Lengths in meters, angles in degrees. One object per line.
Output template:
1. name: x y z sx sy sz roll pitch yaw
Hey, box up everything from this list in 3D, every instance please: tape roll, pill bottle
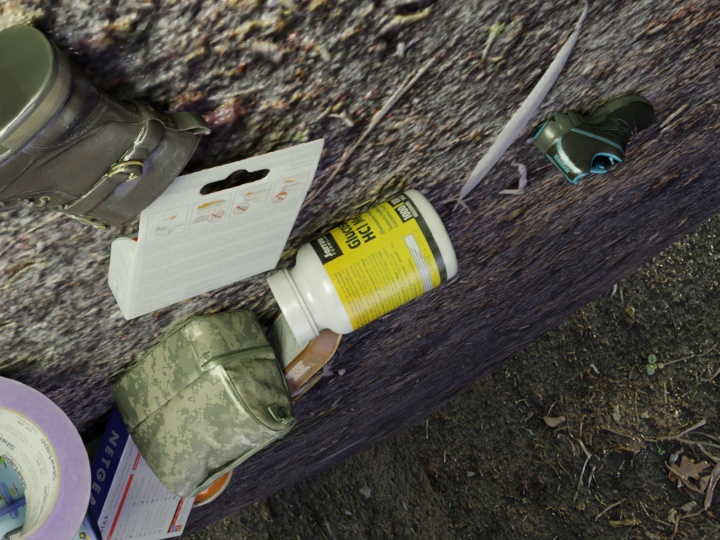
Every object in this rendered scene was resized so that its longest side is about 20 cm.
1. tape roll: -0.362 0.205 0.778 0.199 0.201 0.085 -11 157 -49
2. pill bottle: 0.000 0.000 0.942 0.199 0.113 0.113 -28 164 -6

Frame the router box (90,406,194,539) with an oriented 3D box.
1. router box: -0.304 0.294 1.203 0.179 0.049 0.202 12 101 -55

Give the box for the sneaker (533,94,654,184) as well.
1. sneaker: 0.302 -0.159 1.038 0.199 0.082 0.073 -21 161 -30

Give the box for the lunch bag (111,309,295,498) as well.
1. lunch bag: -0.187 0.167 1.026 0.199 0.169 0.139 -36 163 25

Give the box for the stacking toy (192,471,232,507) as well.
1. stacking toy: -0.284 0.278 1.347 0.145 0.146 0.201 -23 145 -20

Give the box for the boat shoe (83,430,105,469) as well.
1. boat shoe: -0.378 0.271 1.207 0.060 0.072 0.200 -19 178 41

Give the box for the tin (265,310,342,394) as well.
1. tin: -0.078 0.086 1.079 0.042 0.113 0.200 14 142 -27

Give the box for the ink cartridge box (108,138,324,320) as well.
1. ink cartridge box: -0.129 -0.046 0.715 0.159 0.048 0.200 -20 156 -29

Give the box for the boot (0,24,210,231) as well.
1. boot: -0.200 -0.051 0.512 0.199 0.070 0.174 -34 163 7

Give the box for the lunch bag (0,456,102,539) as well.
1. lunch bag: -0.397 0.290 0.978 0.149 0.201 0.094 -26 165 -11
